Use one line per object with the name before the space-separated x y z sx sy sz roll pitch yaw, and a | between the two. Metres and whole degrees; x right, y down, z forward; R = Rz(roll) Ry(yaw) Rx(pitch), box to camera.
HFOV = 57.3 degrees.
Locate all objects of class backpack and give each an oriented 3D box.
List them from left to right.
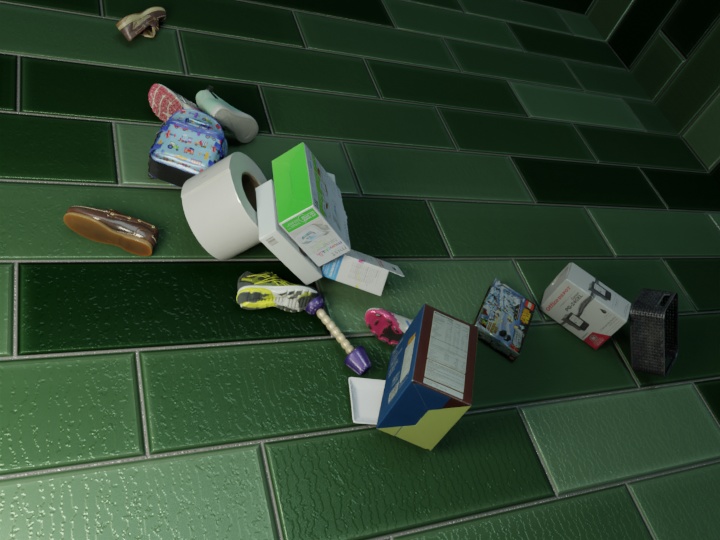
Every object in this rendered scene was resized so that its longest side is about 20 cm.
backpack | -0.410 -0.308 1.616 0.178 0.135 0.205 19 60 -9

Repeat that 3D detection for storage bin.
storage bin | 0.801 0.168 1.798 0.092 0.206 0.134 7 28 40

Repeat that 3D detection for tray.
tray | 0.066 0.295 1.447 0.194 0.022 0.110 9 48 -20

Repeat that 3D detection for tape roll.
tape roll | -0.290 -0.144 1.493 0.204 0.136 0.205 54 21 -32

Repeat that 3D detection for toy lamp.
toy lamp | -0.047 0.149 1.492 0.057 0.059 0.201 -21 63 -38

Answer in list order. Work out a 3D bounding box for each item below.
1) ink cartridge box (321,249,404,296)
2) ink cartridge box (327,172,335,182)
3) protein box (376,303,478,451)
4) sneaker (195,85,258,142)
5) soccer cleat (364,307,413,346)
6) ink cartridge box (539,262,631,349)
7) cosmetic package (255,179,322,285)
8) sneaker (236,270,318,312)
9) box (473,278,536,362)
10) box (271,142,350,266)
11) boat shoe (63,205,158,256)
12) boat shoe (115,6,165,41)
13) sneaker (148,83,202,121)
ink cartridge box | 0.000 0.000 1.598 0.195 0.070 0.115 19 11 -10
ink cartridge box | -0.135 -0.166 1.688 0.141 0.084 0.204 14 46 -25
protein box | 0.141 0.225 1.388 0.132 0.201 0.203 22 45 -6
sneaker | -0.356 -0.421 1.763 0.118 0.074 0.199 46 9 25
soccer cleat | 0.099 0.143 1.572 0.197 0.071 0.087 31 29 -3
ink cartridge box | 0.611 0.097 1.806 0.197 0.147 0.084 35 47 5
cosmetic package | -0.161 -0.084 1.496 0.200 0.051 0.154 48 23 -48
sneaker | -0.189 0.038 1.501 0.194 0.075 0.086 6 44 -27
box | 0.379 0.127 1.738 0.135 0.040 0.201 33 45 4
box | -0.109 -0.149 1.491 0.177 0.095 0.204 48 23 -48
boat shoe | -0.541 -0.096 1.441 0.196 0.070 0.072 23 51 -19
boat shoe | -0.631 -0.719 1.939 0.073 0.071 0.201 57 32 -15
sneaker | -0.472 -0.419 1.750 0.198 0.081 0.075 36 26 -13
